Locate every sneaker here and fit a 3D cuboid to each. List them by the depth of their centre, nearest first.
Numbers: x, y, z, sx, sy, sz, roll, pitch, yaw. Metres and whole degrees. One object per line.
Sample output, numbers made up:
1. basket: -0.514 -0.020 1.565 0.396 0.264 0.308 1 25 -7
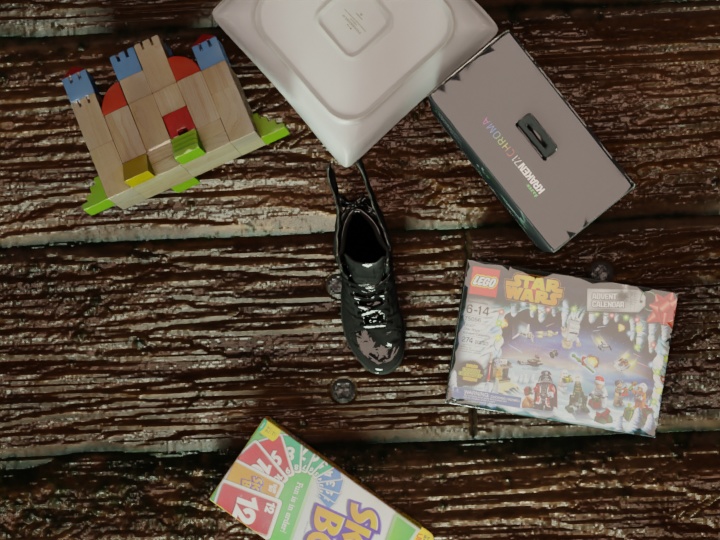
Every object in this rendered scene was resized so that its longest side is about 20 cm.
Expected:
1. sneaker: 0.003 0.000 1.504 0.060 0.104 0.201 -8 90 3

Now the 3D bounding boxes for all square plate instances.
1. square plate: -0.006 -0.236 1.540 0.198 0.028 0.200 -42 88 4

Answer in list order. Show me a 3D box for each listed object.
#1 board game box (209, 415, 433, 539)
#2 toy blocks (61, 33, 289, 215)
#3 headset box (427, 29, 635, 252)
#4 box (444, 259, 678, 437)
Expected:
1. board game box: -0.035 0.235 1.550 0.200 0.030 0.096 35 93 0
2. toy blocks: -0.186 -0.153 1.530 0.199 0.100 0.137 -24 78 4
3. headset box: 0.147 -0.110 1.446 0.093 0.200 0.174 -39 87 4
4. box: 0.187 0.072 1.525 0.199 0.040 0.138 8 90 4
